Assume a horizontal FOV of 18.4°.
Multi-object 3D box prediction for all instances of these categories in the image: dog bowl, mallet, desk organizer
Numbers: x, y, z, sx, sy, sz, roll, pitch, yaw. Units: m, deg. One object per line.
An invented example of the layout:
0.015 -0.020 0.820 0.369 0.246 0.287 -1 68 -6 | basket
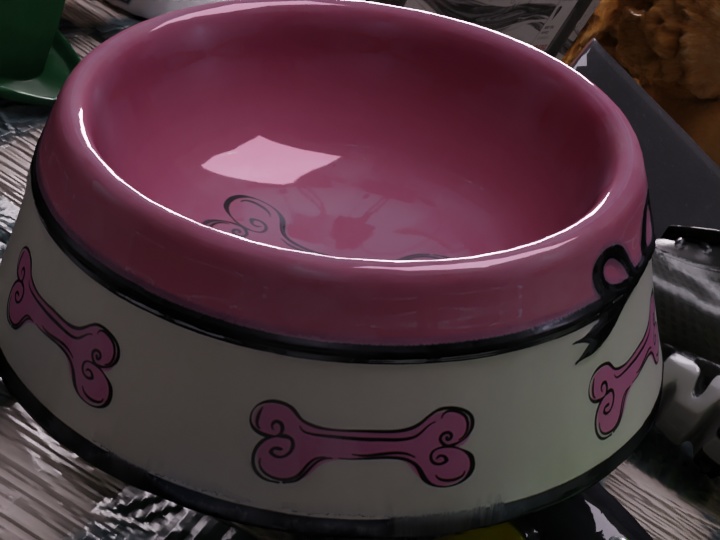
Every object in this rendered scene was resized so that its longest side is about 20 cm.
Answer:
-0.006 -0.013 0.641 0.200 0.074 0.200 5 32 -3 | dog bowl
0.023 0.088 0.611 0.066 0.041 0.200 39 22 16 | mallet
0.133 0.006 0.966 0.200 0.077 0.072 45 49 -5 | desk organizer

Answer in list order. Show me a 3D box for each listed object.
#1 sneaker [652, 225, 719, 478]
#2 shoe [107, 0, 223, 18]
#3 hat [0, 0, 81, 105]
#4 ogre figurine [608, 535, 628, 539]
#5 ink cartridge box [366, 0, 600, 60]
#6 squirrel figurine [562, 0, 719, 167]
0.121 0.013 0.883 0.200 0.091 0.066 35 -24 6 | sneaker
-0.077 -0.183 1.136 0.071 0.091 0.200 33 16 8 | shoe
-0.135 -0.175 0.850 0.200 0.176 0.166 36 17 18 | hat
0.109 0.126 0.552 0.200 0.098 0.120 0 49 -33 | ogre figurine
0.060 -0.157 1.110 0.083 0.200 0.147 42 20 25 | ink cartridge box
0.179 -0.106 1.229 0.200 0.141 0.187 52 0 -23 | squirrel figurine
